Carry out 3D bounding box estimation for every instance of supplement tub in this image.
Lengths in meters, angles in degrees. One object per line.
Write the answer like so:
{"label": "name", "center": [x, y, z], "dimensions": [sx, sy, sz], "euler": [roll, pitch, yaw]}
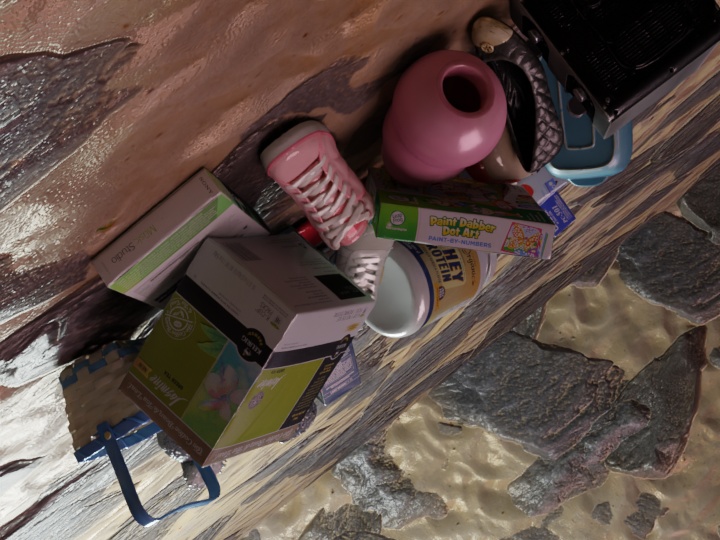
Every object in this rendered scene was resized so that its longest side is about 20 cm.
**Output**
{"label": "supplement tub", "center": [0.092, -0.001, 1.856], "dimensions": [0.199, 0.145, 0.145], "euler": [-25, 162, -44]}

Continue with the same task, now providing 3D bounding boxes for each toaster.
{"label": "toaster", "center": [0.281, -0.272, 1.401], "dimensions": [0.199, 0.182, 0.119], "euler": [-37, 171, -4]}

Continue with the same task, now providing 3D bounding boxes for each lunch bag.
{"label": "lunch bag", "center": [0.195, -0.127, 1.708], "dimensions": [0.159, 0.076, 0.200], "euler": [-37, -163, 2]}

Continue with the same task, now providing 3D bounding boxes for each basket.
{"label": "basket", "center": [-0.239, 0.181, 1.453], "dimensions": [0.138, 0.202, 0.176], "euler": [-34, 168, 16]}

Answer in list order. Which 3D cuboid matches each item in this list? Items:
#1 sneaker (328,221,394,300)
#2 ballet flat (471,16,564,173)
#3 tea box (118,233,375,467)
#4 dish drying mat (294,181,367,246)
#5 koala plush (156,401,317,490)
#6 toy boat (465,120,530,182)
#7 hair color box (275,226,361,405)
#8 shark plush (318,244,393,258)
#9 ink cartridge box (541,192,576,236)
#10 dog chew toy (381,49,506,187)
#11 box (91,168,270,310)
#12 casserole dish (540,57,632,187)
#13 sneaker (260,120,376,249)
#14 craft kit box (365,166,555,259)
{"label": "sneaker", "center": [0.000, 0.000, 1.567], "dimensions": [0.075, 0.082, 0.201], "euler": [-1, 150, -17]}
{"label": "ballet flat", "center": [0.173, -0.193, 1.418], "dimensions": [0.057, 0.066, 0.201], "euler": [-52, 128, -25]}
{"label": "tea box", "center": [-0.116, 0.079, 1.367], "dimensions": [0.198, 0.133, 0.199], "euler": [-58, 161, 15]}
{"label": "dish drying mat", "center": [-0.003, -0.086, 1.604], "dimensions": [0.199, 0.018, 0.077], "euler": [-33, 165, -18]}
{"label": "koala plush", "center": [-0.183, 0.176, 1.680], "dimensions": [0.199, 0.178, 0.184], "euler": [-41, -173, -4]}
{"label": "toy boat", "center": [0.135, -0.164, 1.549], "dimensions": [0.129, 0.133, 0.199], "euler": [-10, 179, 26]}
{"label": "hair color box", "center": [-0.063, 0.057, 1.562], "dimensions": [0.060, 0.100, 0.202], "euler": [-31, 135, -21]}
{"label": "shark plush", "center": [-0.042, 0.019, 1.699], "dimensions": [0.199, 0.084, 0.091], "euler": [-28, 163, -37]}
{"label": "ink cartridge box", "center": [0.234, -0.097, 1.874], "dimensions": [0.044, 0.094, 0.200], "euler": [-38, -171, -10]}
{"label": "dog chew toy", "center": [0.079, -0.153, 1.399], "dimensions": [0.124, 0.125, 0.200], "euler": [-31, 173, -25]}
{"label": "box", "center": [-0.177, -0.025, 1.314], "dimensions": [0.144, 0.036, 0.200], "euler": [-39, 168, 1]}
{"label": "casserole dish", "center": [0.265, -0.199, 1.564], "dimensions": [0.119, 0.203, 0.039], "euler": [-3, -168, 22]}
{"label": "sneaker", "center": [-0.035, -0.084, 1.345], "dimensions": [0.075, 0.105, 0.200], "euler": [-36, 166, 4]}
{"label": "craft kit box", "center": [0.107, -0.068, 1.469], "dimensions": [0.194, 0.049, 0.200], "euler": [4, -165, -5]}
